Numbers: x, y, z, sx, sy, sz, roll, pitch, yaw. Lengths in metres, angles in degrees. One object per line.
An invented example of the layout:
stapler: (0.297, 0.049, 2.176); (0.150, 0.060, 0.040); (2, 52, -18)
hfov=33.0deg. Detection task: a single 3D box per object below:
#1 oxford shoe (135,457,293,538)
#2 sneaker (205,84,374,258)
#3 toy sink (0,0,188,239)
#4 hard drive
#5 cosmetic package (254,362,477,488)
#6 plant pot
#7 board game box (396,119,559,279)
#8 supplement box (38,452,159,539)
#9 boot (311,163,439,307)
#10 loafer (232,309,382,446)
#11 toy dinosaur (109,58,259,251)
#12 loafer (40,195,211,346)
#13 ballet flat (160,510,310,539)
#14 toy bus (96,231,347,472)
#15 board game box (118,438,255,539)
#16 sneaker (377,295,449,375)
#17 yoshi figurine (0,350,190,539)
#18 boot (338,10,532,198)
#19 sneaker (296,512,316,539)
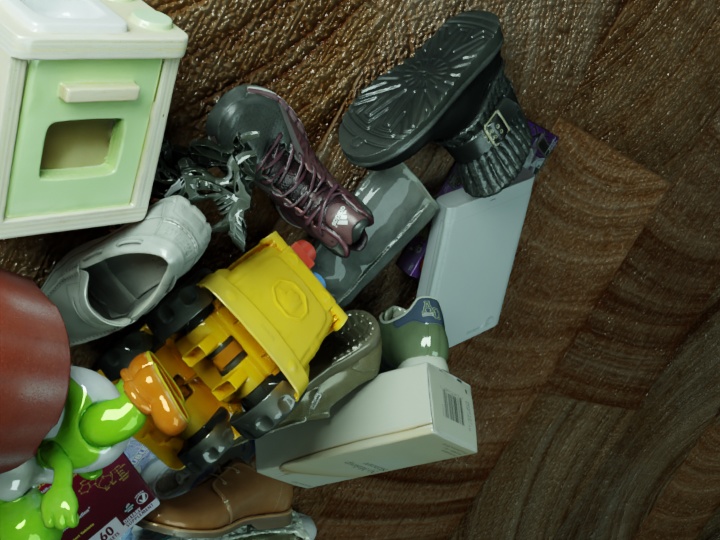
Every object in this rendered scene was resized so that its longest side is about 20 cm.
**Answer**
oxford shoe: (-0.142, 0.221, 1.195); (0.199, 0.071, 0.072); (2, 98, -53)
sneaker: (-0.043, -0.076, 1.033); (0.076, 0.115, 0.200); (-50, 145, -2)
toy sink: (-0.201, -0.135, 0.807); (0.130, 0.112, 0.201); (-10, 128, -44)
hard drive: (0.117, -0.006, 1.309); (0.131, 0.026, 0.201); (-22, 136, -36)
cosmetic package: (0.004, 0.156, 1.199); (0.199, 0.074, 0.103); (-18, 153, 27)
plant pot: (-0.311, 0.062, 0.805); (0.202, 0.200, 0.195); (-57, 153, 8)
board game box: (0.127, -0.075, 1.305); (0.120, 0.032, 0.201); (16, 108, -48)
supplement box: (-0.262, 0.161, 1.024); (0.109, 0.061, 0.201); (-40, 135, -16)
boot: (0.002, 0.001, 1.206); (0.200, 0.072, 0.182); (-52, 147, -11)
loafer: (-0.062, 0.114, 1.133); (0.199, 0.076, 0.068); (-28, 127, 2)
toy dinosaur: (-0.149, -0.068, 0.934); (0.134, 0.103, 0.201); (8, 139, -4)
loafer: (-0.193, 0.012, 0.918); (0.200, 0.070, 0.070); (-35, -161, 36)
ballet flat: (-0.131, 0.290, 1.257); (0.199, 0.072, 0.072); (-11, 128, -42)
toy bus: (-0.110, 0.056, 1.061); (0.200, 0.136, 0.192); (-36, -170, 39)
board game box: (-0.186, 0.206, 1.199); (0.201, 0.026, 0.200); (-53, 145, 2)
sneaker: (0.039, 0.084, 1.273); (0.067, 0.091, 0.200); (7, 163, -21)
yoshi figurine: (-0.221, 0.155, 0.932); (0.199, 0.112, 0.113); (-31, 144, -7)
boot: (0.079, -0.123, 1.137); (0.211, 0.079, 0.158); (-42, 137, -21)
sneaker: (-0.119, 0.334, 1.341); (0.199, 0.080, 0.071); (-20, 133, -39)
